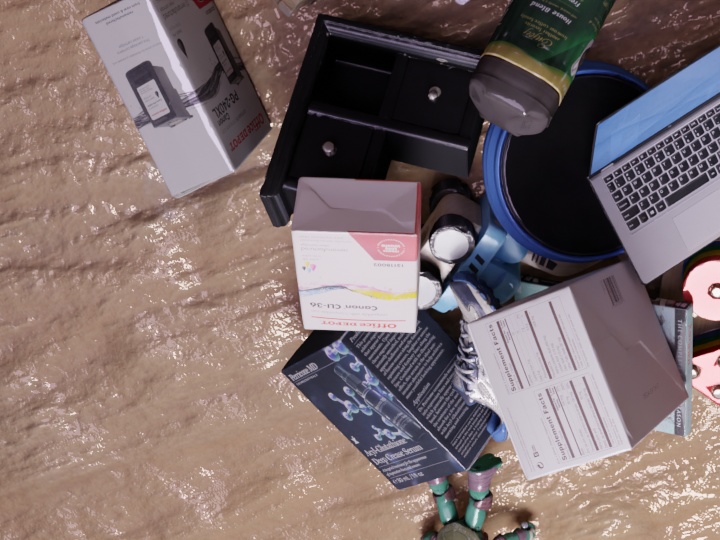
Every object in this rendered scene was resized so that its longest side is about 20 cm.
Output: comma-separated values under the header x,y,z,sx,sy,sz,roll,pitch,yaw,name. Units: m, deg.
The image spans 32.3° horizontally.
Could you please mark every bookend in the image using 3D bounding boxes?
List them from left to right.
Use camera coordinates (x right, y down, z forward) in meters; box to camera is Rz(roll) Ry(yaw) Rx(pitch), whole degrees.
x,y,z,sx,sy,sz,roll,pitch,yaw,name
0.027,-0.125,1.223,0.197,0.092,0.201,15,75,10,bookend

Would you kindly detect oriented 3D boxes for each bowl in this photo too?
x,y,z,sx,sy,sz,roll,pitch,yaw,name
0.220,-0.105,1.223,0.199,0.039,0.202,-1,101,-7,bowl

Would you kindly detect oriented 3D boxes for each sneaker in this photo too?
x,y,z,sx,sy,sz,roll,pitch,yaw,name
0.128,0.096,1.271,0.085,0.077,0.201,-26,109,5,sneaker

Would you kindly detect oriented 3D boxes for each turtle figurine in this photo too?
x,y,z,sx,sy,sz,roll,pitch,yaw,name
0.131,0.315,1.472,0.149,0.101,0.202,-3,109,18,turtle figurine

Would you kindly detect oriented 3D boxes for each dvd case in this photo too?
x,y,z,sx,sy,sz,roll,pitch,yaw,name
0.256,0.088,1.320,0.199,0.022,0.147,10,115,34,dvd case

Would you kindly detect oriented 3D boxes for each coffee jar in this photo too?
x,y,z,sx,sy,sz,roll,pitch,yaw,name
0.174,-0.224,1.139,0.085,0.104,0.201,28,85,6,coffee jar

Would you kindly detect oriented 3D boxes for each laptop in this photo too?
x,y,z,sx,sy,sz,roll,pitch,yaw,name
0.319,-0.105,1.156,0.187,0.116,0.201,-32,106,-3,laptop

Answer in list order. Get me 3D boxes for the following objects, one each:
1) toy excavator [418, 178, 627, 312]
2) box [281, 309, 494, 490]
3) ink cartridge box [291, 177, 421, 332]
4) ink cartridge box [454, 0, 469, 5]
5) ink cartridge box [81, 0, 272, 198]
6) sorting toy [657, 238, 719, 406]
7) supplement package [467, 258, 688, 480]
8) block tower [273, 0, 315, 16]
x,y,z,sx,sy,sz,roll,pitch,yaw,name
0.161,-0.020,1.310,0.199,0.100,0.195,27,120,-14,toy excavator
0.039,0.128,1.366,0.200,0.107,0.148,46,147,-8,box
0.000,0.000,1.196,0.115,0.068,0.201,2,145,5,ink cartridge box
0.080,-0.354,1.172,0.115,0.068,0.201,-28,105,26,ink cartridge box
-0.182,-0.197,1.280,0.083,0.145,0.201,-19,108,21,ink cartridge box
0.405,0.060,1.280,0.197,0.070,0.201,9,117,12,sorting toy
0.213,0.088,1.192,0.110,0.200,0.157,-23,86,29,supplement package
-0.039,-0.325,1.181,0.054,0.058,0.200,44,145,3,block tower
